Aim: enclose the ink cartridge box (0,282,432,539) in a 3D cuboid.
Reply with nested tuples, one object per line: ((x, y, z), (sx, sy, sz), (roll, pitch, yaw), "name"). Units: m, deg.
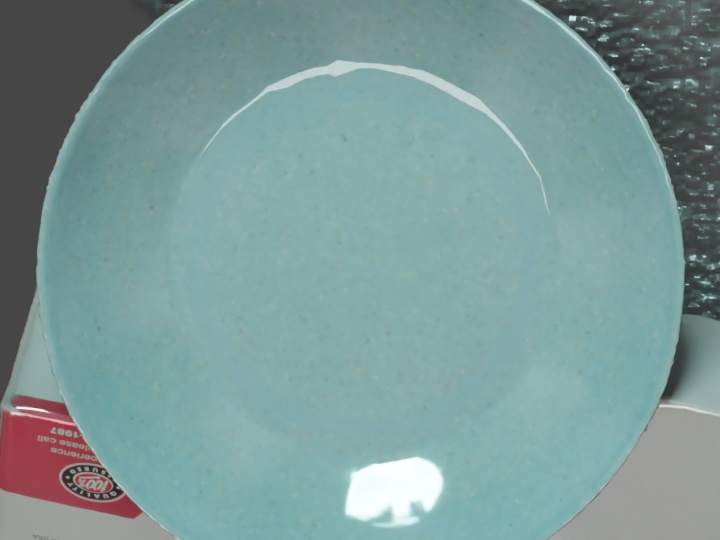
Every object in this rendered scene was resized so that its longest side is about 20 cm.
((-0.058, 0.096, 0.919), (0.144, 0.084, 0.201), (11, 136, -3), "ink cartridge box")

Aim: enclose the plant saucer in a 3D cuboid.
((0.000, 0.000, 0.796), (0.199, 0.039, 0.203), (0, 101, 1), "plant saucer")

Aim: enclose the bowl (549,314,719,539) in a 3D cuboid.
((0.133, 0.099, 0.897), (0.198, 0.075, 0.200), (23, 135, -13), "bowl")
